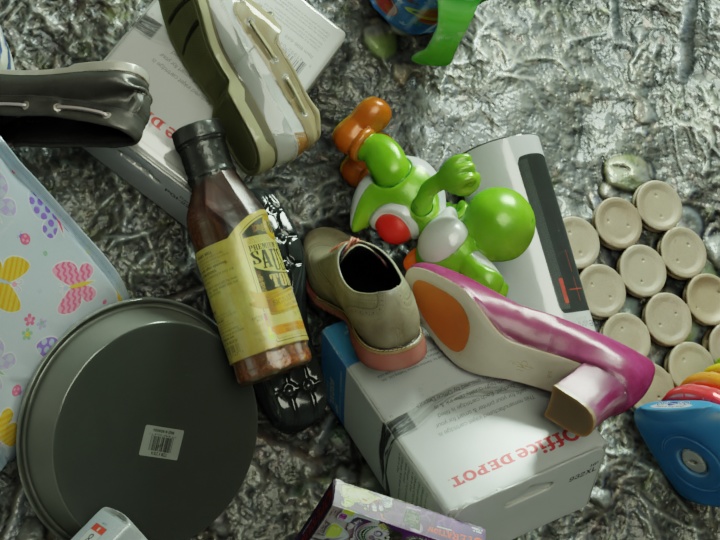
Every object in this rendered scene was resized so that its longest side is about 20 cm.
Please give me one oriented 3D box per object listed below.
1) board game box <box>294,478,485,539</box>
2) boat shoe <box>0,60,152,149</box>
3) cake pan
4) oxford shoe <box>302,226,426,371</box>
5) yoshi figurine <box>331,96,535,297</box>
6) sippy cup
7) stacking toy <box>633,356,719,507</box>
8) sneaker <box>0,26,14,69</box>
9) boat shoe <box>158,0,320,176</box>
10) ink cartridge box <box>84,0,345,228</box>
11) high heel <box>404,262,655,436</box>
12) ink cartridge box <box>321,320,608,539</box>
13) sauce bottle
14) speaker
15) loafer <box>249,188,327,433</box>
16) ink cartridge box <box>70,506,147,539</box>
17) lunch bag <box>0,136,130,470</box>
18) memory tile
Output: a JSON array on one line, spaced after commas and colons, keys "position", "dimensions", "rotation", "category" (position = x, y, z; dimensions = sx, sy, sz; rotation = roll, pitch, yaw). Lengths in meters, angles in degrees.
[{"position": [-0.003, 0.238, 0.955], "dimensions": [0.119, 0.201, 0.032], "rotation": [17, 41, -14], "category": "board game box"}, {"position": [-0.252, -0.115, 0.965], "dimensions": [0.198, 0.067, 0.058], "rotation": [-6, 69, 13], "category": "boat shoe"}, {"position": [-0.158, 0.123, 0.968], "dimensions": [0.199, 0.037, 0.202], "rotation": [-6, 100, -36], "category": "cake pan"}, {"position": [0.000, 0.000, 1.019], "dimensions": [0.070, 0.200, 0.075], "rotation": [-17, 121, -17], "category": "oxford shoe"}, {"position": [0.070, -0.060, 1.067], "dimensions": [0.112, 0.112, 0.200], "rotation": [-11, 51, -46], "category": "yoshi figurine"}, {"position": [0.067, -0.278, 1.141], "dimensions": [0.139, 0.130, 0.178], "rotation": [40, 68, -5], "category": "sippy cup"}, {"position": [0.347, 0.107, 1.143], "dimensions": [0.200, 0.116, 0.110], "rotation": [-41, 107, -29], "category": "stacking toy"}, {"position": [-0.328, -0.221, 1.022], "dimensions": [0.075, 0.088, 0.201], "rotation": [-30, 85, -21], "category": "sneaker"}, {"position": [-0.098, -0.176, 1.007], "dimensions": [0.068, 0.075, 0.201], "rotation": [-25, 92, -27], "category": "boat shoe"}, {"position": [-0.129, -0.154, 1.070], "dimensions": [0.145, 0.085, 0.201], "rotation": [37, 67, -6], "category": "ink cartridge box"}, {"position": [0.129, 0.044, 0.991], "dimensions": [0.199, 0.068, 0.096], "rotation": [33, 42, 29], "category": "high heel"}, {"position": [0.076, 0.115, 1.018], "dimensions": [0.144, 0.084, 0.200], "rotation": [-18, 49, -22], "category": "ink cartridge box"}, {"position": [-0.095, -0.016, 0.974], "dimensions": [0.066, 0.066, 0.202], "rotation": [-17, 86, -21], "category": "sauce bottle"}, {"position": [0.146, -0.012, 1.126], "dimensions": [0.081, 0.081, 0.202], "rotation": [-11, 79, -20], "category": "speaker"}, {"position": [-0.076, 0.034, 1.046], "dimensions": [0.068, 0.070, 0.202], "rotation": [-8, 76, -24], "category": "loafer"}, {"position": [-0.198, 0.294, 0.911], "dimensions": [0.200, 0.050, 0.163], "rotation": [-48, 125, -25], "category": "ink cartridge box"}, {"position": [-0.282, 0.027, 0.951], "dimensions": [0.170, 0.127, 0.200], "rotation": [-52, 120, -23], "category": "lunch bag"}, {"position": [0.271, 0.024, 1.191], "dimensions": [0.152, 0.017, 0.201], "rotation": [-24, 84, -22], "category": "memory tile"}]
